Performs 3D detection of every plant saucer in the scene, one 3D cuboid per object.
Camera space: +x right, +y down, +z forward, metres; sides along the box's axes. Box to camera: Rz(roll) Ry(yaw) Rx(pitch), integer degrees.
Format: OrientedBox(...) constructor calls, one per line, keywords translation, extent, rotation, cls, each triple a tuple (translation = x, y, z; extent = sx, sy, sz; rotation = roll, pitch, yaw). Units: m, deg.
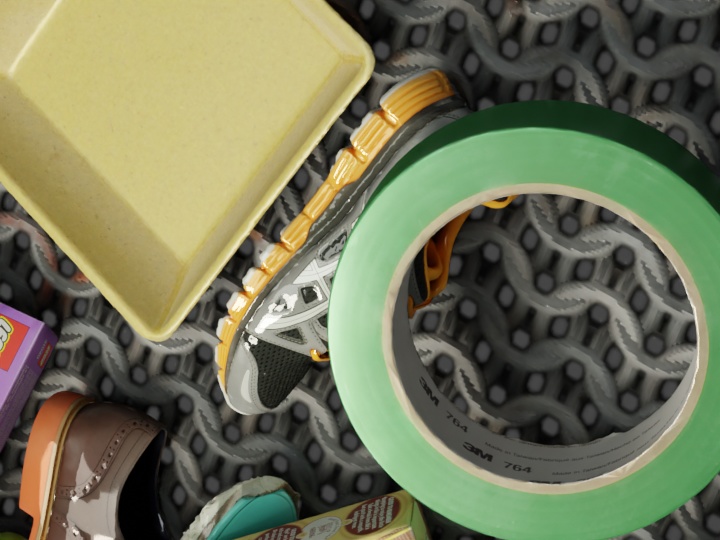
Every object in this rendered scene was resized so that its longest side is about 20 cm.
OrientedBox(translation=(-0.102, -0.102, 1.298), extent=(0.200, 0.048, 0.200), rotation=(46, 117, 14), cls="plant saucer")

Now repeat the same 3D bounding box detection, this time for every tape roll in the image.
OrientedBox(translation=(0.086, 0.025, 1.180), extent=(0.199, 0.048, 0.202), rotation=(3, 110, 9), cls="tape roll")

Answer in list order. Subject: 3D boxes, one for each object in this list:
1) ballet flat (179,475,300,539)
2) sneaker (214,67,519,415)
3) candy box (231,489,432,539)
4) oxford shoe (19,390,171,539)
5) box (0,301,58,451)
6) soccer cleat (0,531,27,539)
OrientedBox(translation=(-0.087, 0.189, 1.332), extent=(0.071, 0.072, 0.201), rotation=(23, 107, 23), cls="ballet flat")
OrientedBox(translation=(0.000, 0.000, 1.245), extent=(0.077, 0.078, 0.200), rotation=(40, 115, 9), cls="sneaker")
OrientedBox(translation=(-0.050, 0.193, 1.264), extent=(0.199, 0.055, 0.116), rotation=(-17, 106, 9), cls="candy box")
OrientedBox(translation=(-0.140, 0.168, 1.352), extent=(0.072, 0.071, 0.201), rotation=(9, 102, 22), cls="oxford shoe")
OrientedBox(translation=(-0.265, 0.091, 1.358), extent=(0.136, 0.039, 0.201), rotation=(24, 79, 11), cls="box")
OrientedBox(translation=(-0.241, 0.220, 1.407), extent=(0.067, 0.081, 0.200), rotation=(43, 115, 16), cls="soccer cleat")
